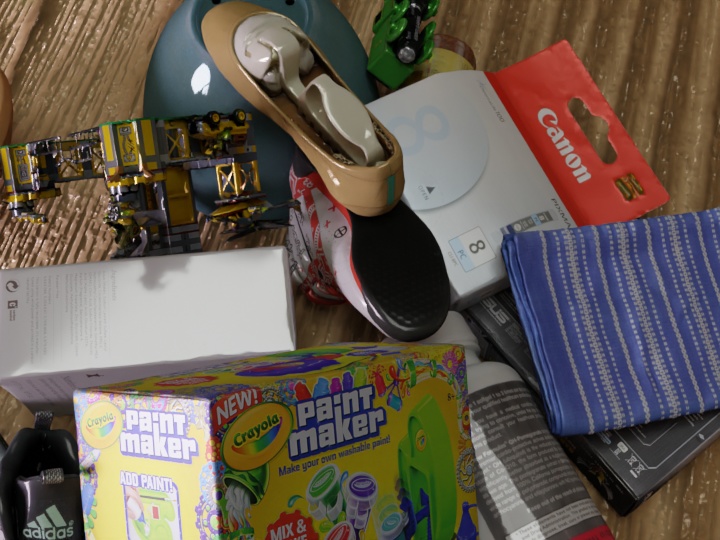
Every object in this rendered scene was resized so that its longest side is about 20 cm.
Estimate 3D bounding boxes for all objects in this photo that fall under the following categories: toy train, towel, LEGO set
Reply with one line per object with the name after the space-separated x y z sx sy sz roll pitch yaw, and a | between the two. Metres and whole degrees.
0.037 -0.219 0.889 0.042 0.056 0.201 34 37 -20 | toy train
0.201 0.029 0.736 0.198 0.024 0.146 -7 71 -17 | towel
-0.153 -0.041 0.744 0.199 0.153 0.117 -4 97 37 | LEGO set

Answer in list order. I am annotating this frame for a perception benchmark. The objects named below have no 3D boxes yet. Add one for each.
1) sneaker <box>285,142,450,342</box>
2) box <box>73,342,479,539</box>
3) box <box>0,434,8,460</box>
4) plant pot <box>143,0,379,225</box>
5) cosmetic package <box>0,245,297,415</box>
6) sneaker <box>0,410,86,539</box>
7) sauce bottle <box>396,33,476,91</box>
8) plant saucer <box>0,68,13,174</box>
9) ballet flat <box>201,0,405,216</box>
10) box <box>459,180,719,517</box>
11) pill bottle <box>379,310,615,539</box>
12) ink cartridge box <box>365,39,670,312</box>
0.001 -0.001 0.758 0.067 0.109 0.202 -11 48 -22 | sneaker
-0.039 0.148 0.606 0.199 0.121 0.195 -7 93 -47 | box
-0.332 0.136 0.736 0.157 0.051 0.200 -35 70 -17 | box
-0.081 -0.155 0.839 0.198 0.135 0.202 0 64 0 | plant pot
-0.143 0.045 0.749 0.198 0.113 0.082 -4 70 -1 | cosmetic package
-0.176 0.167 0.589 0.077 0.141 0.201 2 40 -29 | sneaker
0.049 -0.093 0.848 0.065 0.066 0.202 10 62 4 | sauce bottle
-0.336 -0.077 0.809 0.199 0.037 0.202 -17 53 24 | plant saucer
-0.036 -0.125 0.719 0.068 0.063 0.200 -37 75 -20 | ballet flat
0.185 0.052 0.789 0.158 0.048 0.200 -35 69 -18 | box
0.079 0.132 0.713 0.110 0.111 0.201 -23 66 -12 | pill bottle
0.114 -0.082 0.791 0.199 0.047 0.161 -26 74 -12 | ink cartridge box
